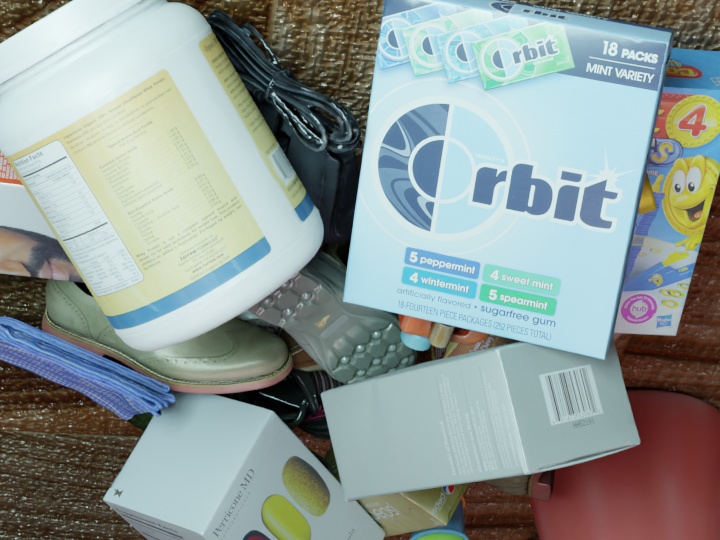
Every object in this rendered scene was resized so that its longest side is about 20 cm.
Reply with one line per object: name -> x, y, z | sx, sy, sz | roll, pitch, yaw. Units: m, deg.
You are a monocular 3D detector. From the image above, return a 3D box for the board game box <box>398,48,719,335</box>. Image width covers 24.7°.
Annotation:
board game box -> 0.132, -0.054, 1.100 | 0.199, 0.056, 0.196 | 2, 125, -6

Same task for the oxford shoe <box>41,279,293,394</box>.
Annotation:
oxford shoe -> -0.146, 0.038, 1.234 | 0.199, 0.071, 0.075 | 12, 125, 7

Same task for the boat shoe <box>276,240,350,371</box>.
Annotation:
boat shoe -> 0.000, 0.000, 1.222 | 0.074, 0.076, 0.200 | 30, 126, -30

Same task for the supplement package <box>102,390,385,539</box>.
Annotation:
supplement package -> -0.087, 0.194, 1.295 | 0.109, 0.114, 0.200 | 11, 152, 38

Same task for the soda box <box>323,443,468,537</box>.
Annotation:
soda box -> 0.021, 0.173, 1.353 | 0.068, 0.064, 0.200 | 36, 158, -10

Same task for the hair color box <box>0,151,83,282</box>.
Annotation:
hair color box -> -0.199, -0.045, 1.149 | 0.199, 0.064, 0.111 | 7, 145, -10

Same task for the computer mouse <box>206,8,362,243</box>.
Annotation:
computer mouse -> -0.047, -0.073, 1.077 | 0.053, 0.138, 0.200 | -45, 155, -11

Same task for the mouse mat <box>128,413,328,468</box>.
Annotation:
mouse mat -> -0.118, 0.141, 1.374 | 0.161, 0.008, 0.200 | 30, 158, -6

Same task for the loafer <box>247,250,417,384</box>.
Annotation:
loafer -> -0.027, 0.021, 1.153 | 0.070, 0.070, 0.200 | -37, 138, 11

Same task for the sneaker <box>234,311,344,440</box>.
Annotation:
sneaker -> -0.058, 0.102, 1.344 | 0.074, 0.088, 0.200 | -14, 144, 17

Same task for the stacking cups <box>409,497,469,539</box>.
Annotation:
stacking cups -> 0.071, 0.220, 1.419 | 0.060, 0.200, 0.061 | 1, 143, 1

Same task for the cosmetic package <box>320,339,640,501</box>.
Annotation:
cosmetic package -> 0.074, 0.098, 1.102 | 0.107, 0.090, 0.200 | -10, 172, -36

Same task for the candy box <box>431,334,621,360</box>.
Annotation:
candy box -> 0.146, 0.021, 1.263 | 0.115, 0.055, 0.200 | 13, 143, -18

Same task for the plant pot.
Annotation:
plant pot -> 0.243, 0.230, 1.463 | 0.200, 0.178, 0.201 | -1, 146, 0

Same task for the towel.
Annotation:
towel -> -0.225, 0.079, 1.267 | 0.145, 0.024, 0.200 | 26, 166, -12

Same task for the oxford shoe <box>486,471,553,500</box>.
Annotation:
oxford shoe -> 0.113, 0.127, 1.297 | 0.075, 0.071, 0.200 | 3, 146, 11

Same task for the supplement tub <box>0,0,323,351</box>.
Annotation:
supplement tub -> -0.127, -0.069, 0.985 | 0.144, 0.145, 0.200 | -23, 104, 28

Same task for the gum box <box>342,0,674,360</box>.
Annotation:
gum box -> 0.086, -0.061, 1.000 | 0.169, 0.045, 0.201 | 13, 111, 11

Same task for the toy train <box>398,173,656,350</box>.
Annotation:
toy train -> 0.106, -0.011, 1.061 | 0.150, 0.056, 0.200 | 16, 123, -15
